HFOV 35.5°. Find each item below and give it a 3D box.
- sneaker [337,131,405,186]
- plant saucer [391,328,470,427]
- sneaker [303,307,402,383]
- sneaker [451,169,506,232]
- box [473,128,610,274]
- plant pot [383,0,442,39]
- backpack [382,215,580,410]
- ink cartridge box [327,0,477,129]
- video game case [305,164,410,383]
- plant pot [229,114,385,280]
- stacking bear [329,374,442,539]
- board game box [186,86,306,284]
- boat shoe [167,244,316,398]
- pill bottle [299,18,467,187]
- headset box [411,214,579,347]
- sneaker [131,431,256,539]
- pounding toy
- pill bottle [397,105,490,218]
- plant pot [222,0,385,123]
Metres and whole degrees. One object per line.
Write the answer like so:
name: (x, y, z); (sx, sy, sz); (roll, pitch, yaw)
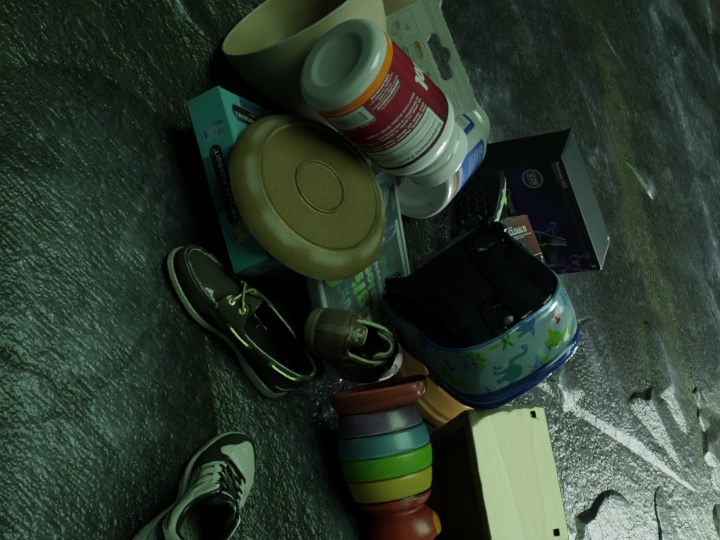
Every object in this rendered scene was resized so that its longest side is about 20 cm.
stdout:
sneaker: (-0.015, -0.132, 1.381); (0.089, 0.079, 0.200); (50, 15, 27)
plant saucer: (0.110, 0.106, 1.469); (0.199, 0.037, 0.202); (28, 51, -40)
sneaker: (0.011, 0.094, 1.266); (0.200, 0.075, 0.071); (26, 77, -58)
sneaker: (0.169, -0.040, 1.581); (0.083, 0.071, 0.202); (26, 74, -58)
box: (0.265, -0.093, 1.638); (0.201, 0.140, 0.079); (63, 33, -30)
plant pot: (0.034, -0.375, 1.564); (0.199, 0.134, 0.202); (26, 52, -38)
backpack: (0.145, 0.062, 1.260); (0.182, 0.200, 0.148); (-31, 118, -9)
ink cartridge box: (0.039, -0.237, 1.439); (0.162, 0.199, 0.050); (69, 18, 6)
video game case: (0.000, 0.000, 1.318); (0.182, 0.023, 0.202); (-42, 132, -44)
plant pot: (-0.048, -0.086, 1.217); (0.199, 0.027, 0.202); (19, 56, -30)
stacking bear: (0.036, 0.228, 1.257); (0.121, 0.113, 0.202); (21, 58, -87)
board game box: (-0.114, -0.090, 1.264); (0.151, 0.047, 0.202); (14, 56, -66)
boat shoe: (-0.124, 0.047, 1.201); (0.202, 0.060, 0.072); (51, 40, -17)
pill bottle: (0.033, -0.179, 1.256); (0.200, 0.112, 0.114); (37, 45, -43)
headset box: (0.165, 0.033, 1.423); (0.077, 0.148, 0.202); (-13, 79, -53)
sneaker: (-0.137, 0.224, 1.067); (0.076, 0.087, 0.200); (51, 38, -15)
pounding toy: (0.162, 0.251, 1.345); (0.141, 0.200, 0.186); (-1, 68, -20)
pill bottle: (0.108, -0.163, 1.553); (0.113, 0.112, 0.200); (56, 38, -11)
plant pot: (-0.048, -0.258, 1.355); (0.135, 0.199, 0.201); (60, 36, -28)
